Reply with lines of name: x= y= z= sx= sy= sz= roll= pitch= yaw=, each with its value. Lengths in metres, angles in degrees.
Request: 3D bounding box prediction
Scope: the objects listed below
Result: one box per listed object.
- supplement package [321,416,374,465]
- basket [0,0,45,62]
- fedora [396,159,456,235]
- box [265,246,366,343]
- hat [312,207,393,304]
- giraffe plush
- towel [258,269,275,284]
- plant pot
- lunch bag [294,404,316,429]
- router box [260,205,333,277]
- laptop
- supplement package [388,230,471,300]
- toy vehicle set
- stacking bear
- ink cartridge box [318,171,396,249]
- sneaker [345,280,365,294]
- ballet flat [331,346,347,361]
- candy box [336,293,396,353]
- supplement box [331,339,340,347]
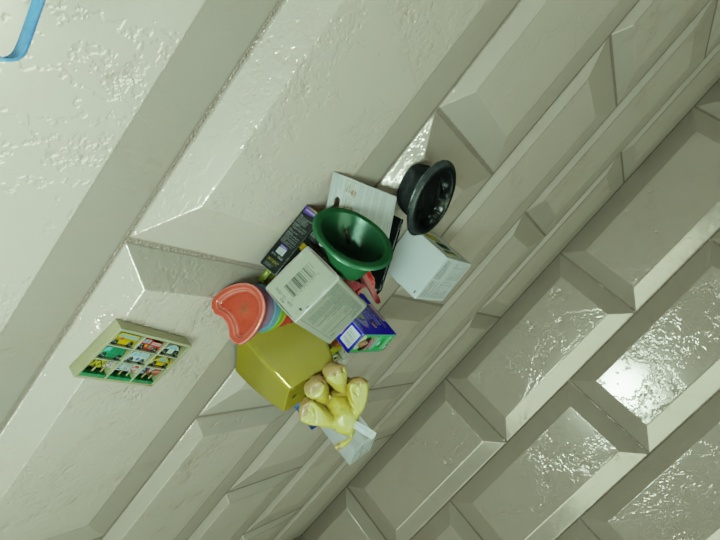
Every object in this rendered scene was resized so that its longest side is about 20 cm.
supplement package: x=-0.054 y=0.652 z=2.039 sx=0.111 sy=0.200 sz=0.156 roll=-27 pitch=149 yaw=-31
basket: x=-0.305 y=-0.290 z=0.378 sx=0.176 sy=0.139 sz=0.200 roll=39 pitch=66 yaw=-63
fedora: x=0.147 y=-0.188 z=1.230 sx=0.201 sy=0.092 sz=0.201 roll=-35 pitch=144 yaw=-31
box: x=-0.089 y=0.057 z=1.081 sx=0.128 sy=0.109 sz=0.200 roll=-45 pitch=154 yaw=-3
hat: x=-0.036 y=-0.004 z=1.046 sx=0.166 sy=0.200 sz=0.176 roll=-45 pitch=170 yaw=-49
giraffe plush: x=-0.056 y=0.320 z=1.227 sx=0.173 sy=0.200 sz=0.162 roll=-41 pitch=-174 yaw=-9
towel: x=-0.156 y=0.017 z=1.189 sx=0.086 sy=0.018 sz=0.200 roll=-46 pitch=154 yaw=6
plant pot: x=-0.179 y=0.228 z=1.265 sx=0.200 sy=0.176 sz=0.200 roll=-26 pitch=153 yaw=-32
lunch bag: x=-0.116 y=0.399 z=1.643 sx=0.200 sy=0.151 sz=0.094 roll=-15 pitch=141 yaw=-44
router box: x=-0.112 y=-0.033 z=1.118 sx=0.157 sy=0.052 sz=0.200 roll=-51 pitch=154 yaw=-4
laptop: x=0.024 y=-0.051 z=1.250 sx=0.200 sy=0.116 sz=0.187 roll=105 pitch=3 yaw=-83
supplement package: x=0.197 y=-0.017 z=1.486 sx=0.151 sy=0.152 sz=0.200 roll=-53 pitch=152 yaw=16
toy vehicle set: x=-0.443 y=0.167 z=0.989 sx=0.124 sy=0.027 sz=0.200 roll=-45 pitch=153 yaw=2
stacking bear: x=-0.213 y=0.088 z=1.120 sx=0.114 sy=0.121 sz=0.200 roll=-40 pitch=164 yaw=10
ink cartridge box: x=-0.013 y=-0.111 z=1.111 sx=0.200 sy=0.050 sz=0.162 roll=13 pitch=87 yaw=-41
sneaker: x=0.000 y=0.000 z=1.304 sx=0.074 sy=0.087 sz=0.200 roll=-15 pitch=139 yaw=-45
ballet flat: x=-0.085 y=0.275 z=1.603 sx=0.200 sy=0.067 sz=0.067 roll=-32 pitch=150 yaw=-24
candy box: x=-0.013 y=0.141 z=1.399 sx=0.077 sy=0.169 sz=0.200 roll=-49 pitch=153 yaw=17
supplement box: x=-0.026 y=0.188 z=1.564 sx=0.067 sy=0.069 sz=0.200 roll=-52 pitch=155 yaw=20
